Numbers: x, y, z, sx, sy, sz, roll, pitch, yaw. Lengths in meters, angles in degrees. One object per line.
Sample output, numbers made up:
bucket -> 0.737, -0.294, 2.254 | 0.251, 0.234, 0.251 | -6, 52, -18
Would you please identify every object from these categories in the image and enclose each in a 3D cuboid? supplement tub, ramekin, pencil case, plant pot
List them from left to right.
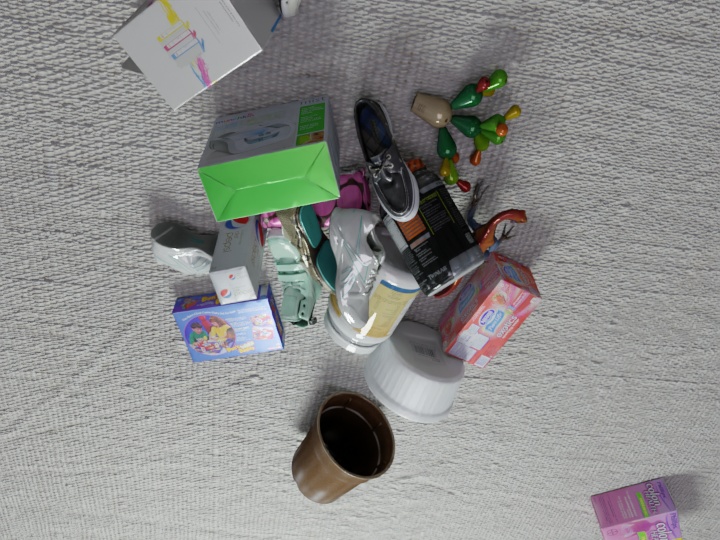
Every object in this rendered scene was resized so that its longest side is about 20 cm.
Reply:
pencil case -> -0.079, -0.123, 1.047 | 0.193, 0.092, 0.096 | -4, 119, 4
plant pot -> -0.051, 0.413, 1.382 | 0.196, 0.204, 0.199 | 23, 131, -18
supplement tub -> 0.024, 0.039, 1.130 | 0.141, 0.147, 0.202 | 21, 124, -16
ramekin -> 0.112, 0.193, 1.216 | 0.195, 0.202, 0.100 | 18, 117, -14
supplement tub -> 0.110, -0.073, 1.019 | 0.121, 0.122, 0.204 | -31, 83, 21

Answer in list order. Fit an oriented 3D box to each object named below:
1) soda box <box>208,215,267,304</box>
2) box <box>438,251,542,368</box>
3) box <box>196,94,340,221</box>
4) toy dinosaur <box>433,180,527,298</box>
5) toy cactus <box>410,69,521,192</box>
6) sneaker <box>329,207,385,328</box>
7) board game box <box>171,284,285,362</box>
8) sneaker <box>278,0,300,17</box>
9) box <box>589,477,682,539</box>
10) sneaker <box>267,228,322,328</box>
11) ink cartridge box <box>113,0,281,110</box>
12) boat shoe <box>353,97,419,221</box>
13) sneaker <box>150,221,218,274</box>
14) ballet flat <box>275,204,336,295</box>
soda box -> -0.202, -0.037, 1.033 | 0.062, 0.203, 0.070 | -10, 128, 5
box -> 0.247, 0.079, 1.195 | 0.100, 0.096, 0.202 | 21, 123, -17
box -> -0.132, -0.176, 0.949 | 0.193, 0.179, 0.099 | -10, 127, 6
toy dinosaur -> 0.220, -0.042, 1.071 | 0.102, 0.206, 0.182 | 20, 169, -4
toy cactus -> 0.156, -0.231, 0.981 | 0.161, 0.104, 0.203 | 21, 132, -4
sneaker -> 0.000, 0.000, 0.992 | 0.078, 0.071, 0.207 | 0, 111, 17
board game box -> -0.261, 0.108, 1.234 | 0.193, 0.045, 0.137 | -8, 126, 4
sneaker -> -0.060, -0.439, 0.831 | 0.079, 0.076, 0.203 | 11, 128, -24
box -> 0.739, 0.671, 1.638 | 0.195, 0.098, 0.178 | -20, 124, 12
sneaker -> -0.120, 0.022, 1.098 | 0.071, 0.121, 0.202 | -1, 145, 19
ink cartridge box -> -0.231, -0.336, 0.851 | 0.196, 0.131, 0.126 | -23, 124, 26
boat shoe -> 0.035, -0.176, 0.950 | 0.068, 0.206, 0.066 | -18, 170, 23
sneaker -> -0.290, -0.026, 1.131 | 0.195, 0.072, 0.081 | 18, 139, -11
ballet flat -> -0.086, -0.041, 1.030 | 0.073, 0.069, 0.203 | 5, 138, 33
